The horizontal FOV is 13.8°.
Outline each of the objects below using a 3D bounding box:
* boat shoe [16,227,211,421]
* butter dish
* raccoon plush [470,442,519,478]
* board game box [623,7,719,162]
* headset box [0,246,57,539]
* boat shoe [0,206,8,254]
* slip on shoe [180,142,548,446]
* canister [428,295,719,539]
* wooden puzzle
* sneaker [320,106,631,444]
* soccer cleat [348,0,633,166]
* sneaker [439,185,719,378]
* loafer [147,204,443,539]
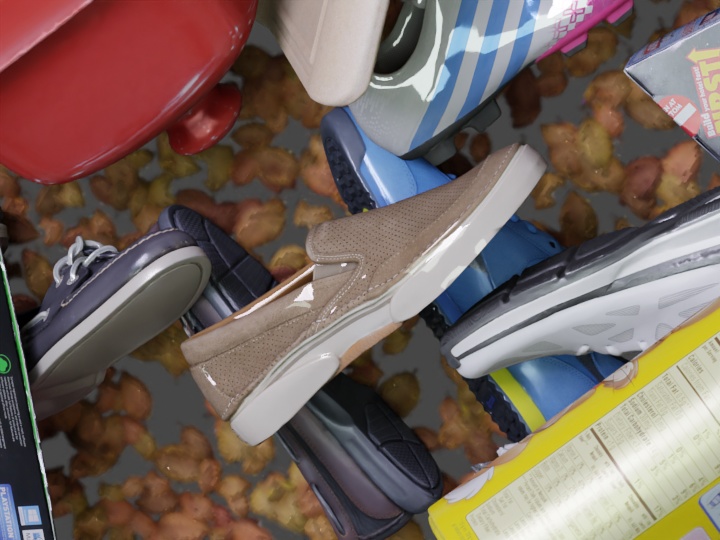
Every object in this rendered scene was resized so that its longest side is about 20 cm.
[{"bbox_3d":[-0.142,0.018,1.469,0.200,0.073,0.063,-40,72,51],"label":"boat shoe"},{"bbox_3d":[-0.115,-0.116,1.432,0.199,0.200,0.148,-34,116,17],"label":"butter dish"},{"bbox_3d":[0.089,0.156,1.419,0.096,0.200,0.134,-5,80,24],"label":"raccoon plush"},{"bbox_3d":[0.235,-0.073,1.406,0.199,0.062,0.201,-12,100,17],"label":"board game box"},{"bbox_3d":[-0.251,0.092,1.463,0.200,0.093,0.175,-31,66,46],"label":"headset box"},{"bbox_3d":[-0.279,-0.034,1.523,0.202,0.075,0.075,-3,90,11],"label":"boat shoe"},{"bbox_3d":[0.000,0.000,1.400,0.200,0.076,0.061,-41,93,22],"label":"slip on shoe"},{"bbox_3d":[0.144,0.096,1.301,0.200,0.087,0.149,-36,135,3],"label":"canister"},{"bbox_3d":[-0.004,-0.184,1.380,0.037,0.200,0.186,9,104,-16],"label":"wooden puzzle"},{"bbox_3d":[0.058,-0.007,1.465,0.078,0.066,0.200,-36,86,-10],"label":"sneaker"},{"bbox_3d":[0.071,-0.136,1.407,0.200,0.070,0.086,-41,108,4],"label":"soccer cleat"},{"bbox_3d":[0.143,0.036,1.383,0.200,0.076,0.116,-23,97,15],"label":"sneaker"},{"bbox_3d":[-0.046,0.058,1.491,0.063,0.072,0.200,-42,93,20],"label":"loafer"}]
